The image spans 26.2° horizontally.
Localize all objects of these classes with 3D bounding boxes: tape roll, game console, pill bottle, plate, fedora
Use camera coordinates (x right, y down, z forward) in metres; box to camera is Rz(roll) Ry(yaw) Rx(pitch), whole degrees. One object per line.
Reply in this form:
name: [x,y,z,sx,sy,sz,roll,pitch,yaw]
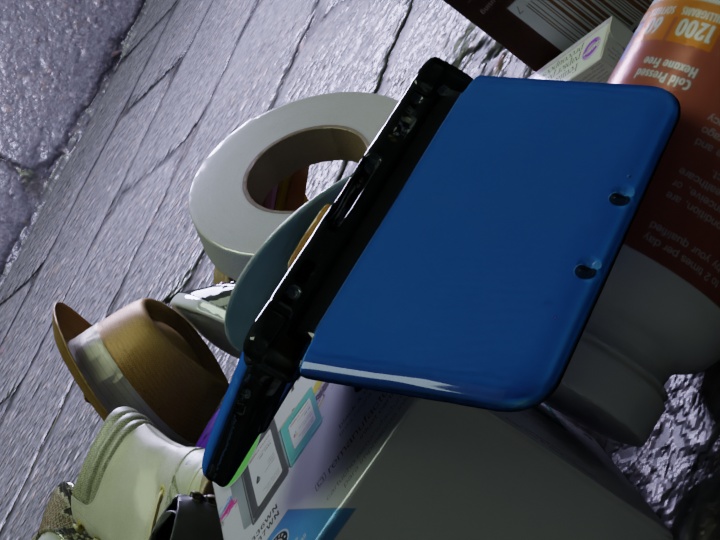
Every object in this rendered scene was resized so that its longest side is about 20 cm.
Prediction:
tape roll: [-0.038,-0.067,1.220,0.200,0.037,0.204,-12,41,10]
game console: [0.034,0.008,0.687,0.201,0.117,0.171,-57,-5,-40]
pill bottle: [0.144,-0.025,0.738,0.202,0.112,0.112,-60,18,-9]
plate: [0.000,0.000,1.033,0.201,0.199,0.026,-49,61,24]
fedora: [-0.163,0.086,1.251,0.082,0.201,0.201,-38,20,4]

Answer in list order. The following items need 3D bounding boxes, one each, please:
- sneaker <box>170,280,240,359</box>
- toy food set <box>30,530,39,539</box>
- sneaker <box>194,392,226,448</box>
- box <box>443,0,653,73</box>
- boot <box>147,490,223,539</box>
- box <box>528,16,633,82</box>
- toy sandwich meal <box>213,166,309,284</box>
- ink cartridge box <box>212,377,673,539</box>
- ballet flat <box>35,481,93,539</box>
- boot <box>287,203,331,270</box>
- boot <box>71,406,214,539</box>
sneaker: [-0.067,0.018,1.248,0.199,0.071,0.100,7,59,46]
toy food set: [-0.176,0.237,1.157,0.200,0.060,0.144,-46,65,35]
sneaker: [-0.072,0.107,1.157,0.200,0.069,0.100,-44,20,34]
box: [0.140,-0.268,1.062,0.166,0.163,0.201,-43,23,36]
boot: [-0.054,0.144,0.940,0.077,0.138,0.201,-41,23,40]
box: [0.118,-0.102,1.052,0.200,0.041,0.039,-35,29,52]
toy sandwich meal: [-0.080,-0.031,1.378,0.205,0.069,0.208,10,-90,-86]
ink cartridge box: [0.027,0.110,0.770,0.147,0.145,0.200,-54,18,7]
ballet flat: [-0.194,0.242,1.082,0.068,0.075,0.202,-44,65,41]
boot: [0.038,-0.002,0.919,0.202,0.143,0.071,-56,-13,13]
boot: [-0.137,0.204,1.030,0.154,0.071,0.203,18,101,48]
